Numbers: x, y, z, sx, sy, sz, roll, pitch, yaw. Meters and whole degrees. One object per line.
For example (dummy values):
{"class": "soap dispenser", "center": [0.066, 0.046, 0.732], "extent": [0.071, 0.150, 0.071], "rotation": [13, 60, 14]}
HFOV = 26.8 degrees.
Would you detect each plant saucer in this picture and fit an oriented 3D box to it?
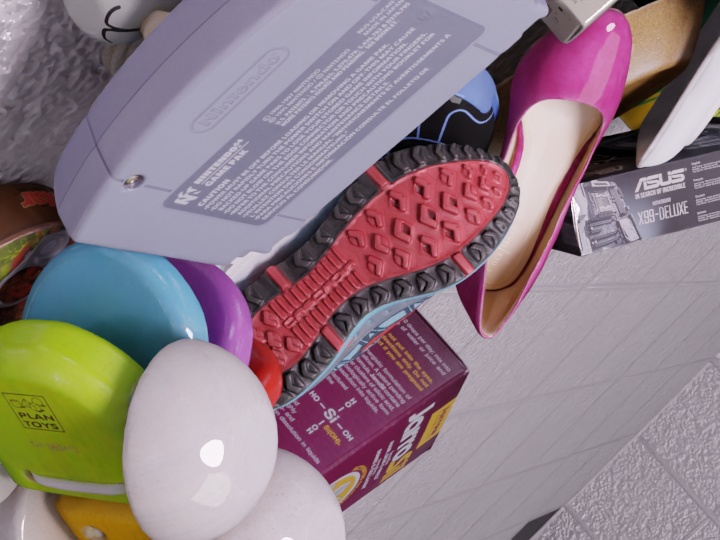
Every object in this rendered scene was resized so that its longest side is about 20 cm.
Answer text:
{"class": "plant saucer", "center": [0.139, -0.112, 0.970], "extent": [0.199, 0.036, 0.200], "rotation": [-27, 174, -3]}

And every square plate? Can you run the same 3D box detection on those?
{"class": "square plate", "center": [0.247, -0.160, 0.988], "extent": [0.201, 0.028, 0.198], "rotation": [-57, 177, 17]}

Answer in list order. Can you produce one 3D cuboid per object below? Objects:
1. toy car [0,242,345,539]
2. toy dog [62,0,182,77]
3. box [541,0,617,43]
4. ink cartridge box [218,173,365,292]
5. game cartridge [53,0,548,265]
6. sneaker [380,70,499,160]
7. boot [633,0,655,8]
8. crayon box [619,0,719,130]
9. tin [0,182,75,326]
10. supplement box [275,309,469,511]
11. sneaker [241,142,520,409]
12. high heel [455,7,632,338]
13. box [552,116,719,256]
{"class": "toy car", "center": [-0.095, 0.066, 0.685], "extent": [0.201, 0.173, 0.151], "rotation": [61, 40, -46]}
{"class": "toy dog", "center": [-0.016, -0.127, 0.624], "extent": [0.199, 0.096, 0.132], "rotation": [-39, 161, -10]}
{"class": "box", "center": [0.159, -0.215, 0.784], "extent": [0.200, 0.082, 0.068], "rotation": [-40, 180, 0]}
{"class": "ink cartridge box", "center": [-0.065, -0.039, 0.797], "extent": [0.109, 0.050, 0.200], "rotation": [-45, 160, 10]}
{"class": "game cartridge", "center": [-0.026, -0.075, 0.598], "extent": [0.200, 0.041, 0.133], "rotation": [-39, 157, 25]}
{"class": "sneaker", "center": [0.039, -0.053, 0.902], "extent": [0.200, 0.069, 0.079], "rotation": [90, 12, -67]}
{"class": "boot", "center": [0.253, -0.253, 0.935], "extent": [0.200, 0.069, 0.188], "rotation": [-43, 161, 0]}
{"class": "crayon box", "center": [0.299, -0.186, 1.189], "extent": [0.199, 0.058, 0.173], "rotation": [-14, 147, -55]}
{"class": "tin", "center": [-0.202, 0.039, 0.712], "extent": [0.200, 0.042, 0.112], "rotation": [-49, 165, 17]}
{"class": "supplement box", "center": [-0.034, 0.118, 1.121], "extent": [0.199, 0.103, 0.131], "rotation": [-32, 158, -29]}
{"class": "sneaker", "center": [0.000, 0.000, 0.847], "extent": [0.199, 0.080, 0.096], "rotation": [-35, 175, -1]}
{"class": "high heel", "center": [0.105, -0.053, 0.869], "extent": [0.067, 0.097, 0.201], "rotation": [17, 134, -18]}
{"class": "box", "center": [0.195, -0.062, 1.042], "extent": [0.198, 0.050, 0.158], "rotation": [-13, -168, -18]}
